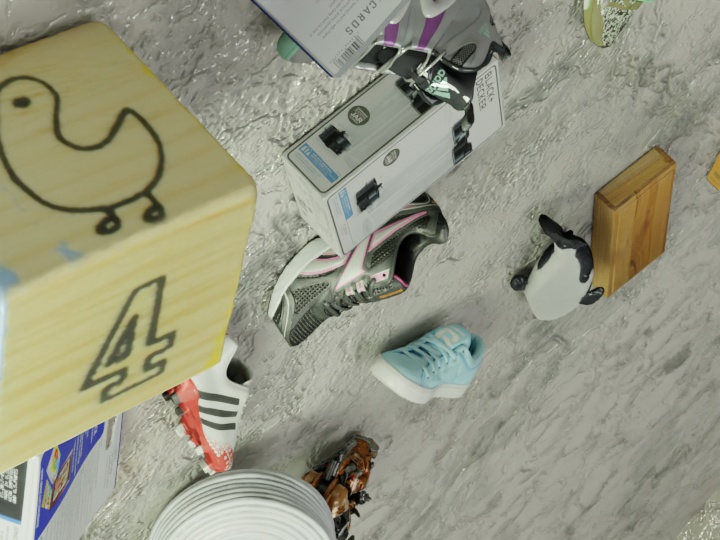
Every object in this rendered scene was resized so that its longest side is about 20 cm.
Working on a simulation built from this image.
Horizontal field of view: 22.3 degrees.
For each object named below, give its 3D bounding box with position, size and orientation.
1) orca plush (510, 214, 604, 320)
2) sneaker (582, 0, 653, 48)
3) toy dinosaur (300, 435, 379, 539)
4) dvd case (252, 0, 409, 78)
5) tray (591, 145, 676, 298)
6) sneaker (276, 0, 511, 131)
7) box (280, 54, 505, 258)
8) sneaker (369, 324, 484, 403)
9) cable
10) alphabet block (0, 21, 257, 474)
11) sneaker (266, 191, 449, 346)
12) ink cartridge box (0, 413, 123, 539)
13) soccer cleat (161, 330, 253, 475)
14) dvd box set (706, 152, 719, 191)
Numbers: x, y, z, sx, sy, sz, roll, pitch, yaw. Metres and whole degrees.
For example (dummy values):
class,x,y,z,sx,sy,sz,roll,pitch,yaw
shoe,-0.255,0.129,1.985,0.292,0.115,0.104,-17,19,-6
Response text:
class,x,y,z,sx,sy,sz,roll,pitch,yaw
orca plush,0.219,-0.017,2.057,0.104,0.072,0.200,-1,152,14
sneaker,0.275,-0.279,1.686,0.077,0.089,0.201,-15,142,-46
toy dinosaur,-0.047,0.256,2.015,0.199,0.102,0.136,-19,136,-38
dvd case,-0.025,-0.245,1.300,0.150,0.025,0.200,-47,138,3
tray,0.320,-0.054,2.154,0.098,0.037,0.200,-37,155,-15
sneaker,0.040,-0.166,1.432,0.199,0.140,0.078,-27,174,-31
box,0.033,-0.115,1.603,0.200,0.060,0.117,-39,154,-13
sneaker,0.076,0.091,1.978,0.082,0.074,0.200,-60,160,12
cable,-0.121,0.296,1.877,0.199,0.069,0.201,18,115,-16
alphabet block,-0.213,-0.016,1.233,0.199,0.195,0.197,-27,152,-34
sneaker,0.000,0.000,1.697,0.200,0.086,0.080,-48,153,8
ink cartridge box,-0.255,0.167,1.542,0.200,0.047,0.199,-65,168,-55
soccer cleat,-0.134,0.125,1.710,0.085,0.069,0.200,-34,148,-13
dvd box set,0.511,-0.196,2.231,0.146,0.029,0.201,-25,149,-35
